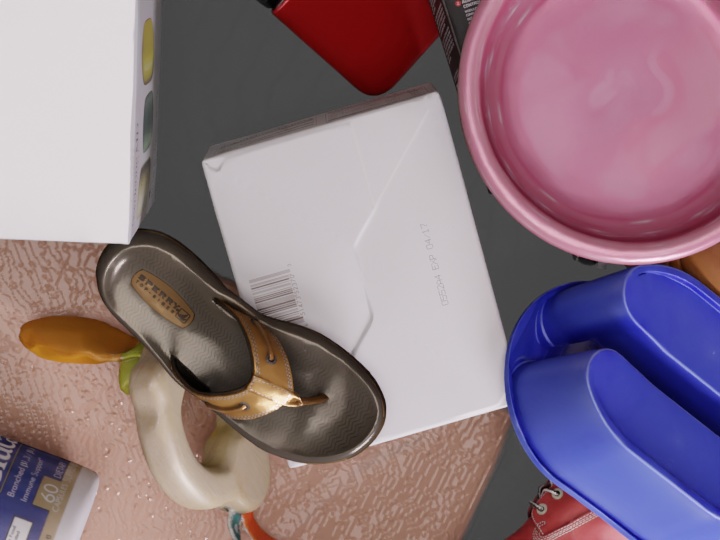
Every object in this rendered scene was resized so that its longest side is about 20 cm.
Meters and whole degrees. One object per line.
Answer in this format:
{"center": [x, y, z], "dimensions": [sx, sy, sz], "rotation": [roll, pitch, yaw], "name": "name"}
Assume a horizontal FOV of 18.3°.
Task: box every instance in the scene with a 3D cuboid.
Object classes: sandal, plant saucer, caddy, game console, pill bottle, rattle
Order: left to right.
{"center": [-0.277, 0.148, 1.431], "dimensions": [0.199, 0.111, 0.112], "rotation": [20, 97, -4], "name": "pill bottle"}
{"center": [-0.128, 0.123, 1.454], "dimensions": [0.142, 0.131, 0.201], "rotation": [-14, 125, 12], "name": "rattle"}
{"center": [-0.076, 0.049, 1.338], "dimensions": [0.200, 0.055, 0.082], "rotation": [40, 100, -3], "name": "sandal"}
{"center": [0.002, -0.248, 1.428], "dimensions": [0.200, 0.119, 0.172], "rotation": [-48, 65, 5], "name": "game console"}
{"center": [0.154, -0.103, 1.289], "dimensions": [0.199, 0.051, 0.202], "rotation": [0, 86, -2], "name": "plant saucer"}
{"center": [0.181, 0.087, 1.383], "dimensions": [0.200, 0.105, 0.142], "rotation": [38, 58, -16], "name": "caddy"}

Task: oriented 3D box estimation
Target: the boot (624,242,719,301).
{"center": [0.255, 0.020, 1.432], "dimensions": [0.154, 0.200, 0.077], "rotation": [13, 77, 31], "name": "boot"}

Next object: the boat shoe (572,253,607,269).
{"center": [0.135, -0.101, 1.426], "dimensions": [0.060, 0.076, 0.202], "rotation": [0, 86, 2], "name": "boat shoe"}

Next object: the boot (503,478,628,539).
{"center": [0.128, 0.136, 1.460], "dimensions": [0.199, 0.072, 0.145], "rotation": [-21, 98, -6], "name": "boot"}

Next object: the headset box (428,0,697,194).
{"center": [0.120, -0.166, 1.355], "dimensions": [0.148, 0.077, 0.201], "rotation": [-18, 85, -4], "name": "headset box"}

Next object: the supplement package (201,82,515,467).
{"center": [0.000, 0.000, 1.415], "dimensions": [0.155, 0.111, 0.201], "rotation": [-15, 98, 1], "name": "supplement package"}

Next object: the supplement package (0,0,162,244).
{"center": [-0.202, -0.105, 1.352], "dimensions": [0.150, 0.200, 0.153], "rotation": [3, 99, -1], "name": "supplement package"}
